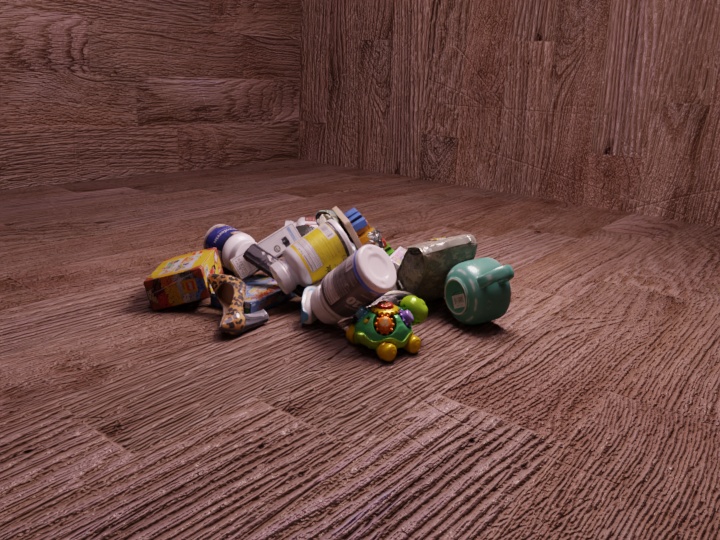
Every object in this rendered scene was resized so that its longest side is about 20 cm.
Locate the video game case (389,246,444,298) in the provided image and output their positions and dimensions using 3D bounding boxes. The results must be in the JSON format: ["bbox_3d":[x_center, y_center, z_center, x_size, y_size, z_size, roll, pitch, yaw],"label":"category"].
[{"bbox_3d":[0.175,0.005,1.801,0.198,0.018,0.143,32,22,8],"label":"video game case"}]

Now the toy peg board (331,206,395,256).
[{"bbox_3d":[0.016,-0.102,1.906,0.097,0.202,0.200,-30,21,-3],"label":"toy peg board"}]

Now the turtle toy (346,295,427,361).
[{"bbox_3d":[0.068,0.115,1.409,0.197,0.103,0.144,-12,22,-39],"label":"turtle toy"}]

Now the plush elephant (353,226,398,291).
[{"bbox_3d":[0.000,0.000,1.704,0.152,0.204,0.165,-18,27,-5],"label":"plush elephant"}]

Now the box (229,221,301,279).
[{"bbox_3d":[-0.259,-0.048,1.753,0.198,0.061,0.117,-33,2,-12],"label":"box"}]

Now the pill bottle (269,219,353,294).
[{"bbox_3d":[-0.125,-0.030,1.606,0.198,0.113,0.111,-34,28,-14],"label":"pill bottle"}]

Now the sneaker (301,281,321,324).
[{"bbox_3d":[-0.090,0.076,1.563,0.079,0.078,0.200,9,20,14],"label":"sneaker"}]

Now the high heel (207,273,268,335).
[{"bbox_3d":[-0.320,0.070,1.480,0.199,0.072,0.142,37,25,22],"label":"high heel"}]

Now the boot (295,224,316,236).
[{"bbox_3d":[-0.128,-0.067,1.954,0.196,0.133,0.068,1,39,19],"label":"boot"}]

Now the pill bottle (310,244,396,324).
[{"bbox_3d":[-0.021,0.038,1.450,0.113,0.115,0.199,-17,-15,-48],"label":"pill bottle"}]

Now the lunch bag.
[{"bbox_3d":[0.195,-0.017,1.642,0.161,0.201,0.119,-13,59,-21],"label":"lunch bag"}]

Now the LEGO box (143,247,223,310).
[{"bbox_3d":[-0.442,0.018,1.628,0.146,0.079,0.200,-13,16,2],"label":"LEGO box"}]

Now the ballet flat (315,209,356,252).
[{"bbox_3d":[-0.076,-0.097,1.830,0.073,0.075,0.201,-8,48,-32],"label":"ballet flat"}]

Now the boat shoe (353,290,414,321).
[{"bbox_3d":[0.059,0.093,1.580,0.196,0.072,0.069,0,52,-34],"label":"boat shoe"}]

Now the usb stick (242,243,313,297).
[{"bbox_3d":[-0.214,-0.001,1.660,0.198,0.033,0.056,33,55,7],"label":"usb stick"}]

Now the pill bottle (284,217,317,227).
[{"bbox_3d":[-0.150,-0.117,2.119,0.195,0.115,0.112,2,17,-3],"label":"pill bottle"}]

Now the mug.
[{"bbox_3d":[0.275,0.040,1.548,0.112,0.188,0.152,-11,39,-28],"label":"mug"}]

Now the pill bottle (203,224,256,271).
[{"bbox_3d":[-0.372,-0.060,1.891,0.114,0.118,0.198,-10,21,-37],"label":"pill bottle"}]

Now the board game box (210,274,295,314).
[{"bbox_3d":[-0.269,0.060,1.652,0.133,0.035,0.199,12,19,28],"label":"board game box"}]
